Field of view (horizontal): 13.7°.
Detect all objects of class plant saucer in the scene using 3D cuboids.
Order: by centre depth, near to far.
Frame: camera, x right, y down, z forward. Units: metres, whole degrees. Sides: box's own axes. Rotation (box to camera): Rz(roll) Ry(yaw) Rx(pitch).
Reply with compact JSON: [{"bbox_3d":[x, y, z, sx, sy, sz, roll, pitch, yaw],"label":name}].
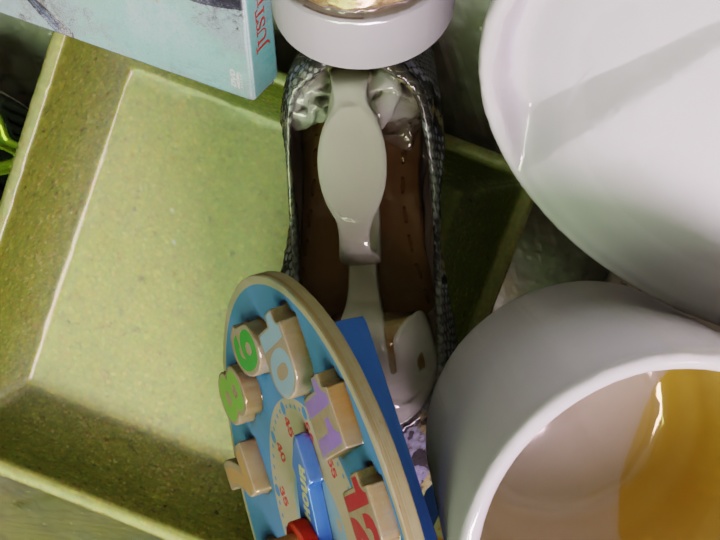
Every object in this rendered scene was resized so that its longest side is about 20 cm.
[{"bbox_3d":[-0.050,0.011,1.210,0.199,0.048,0.200,21,107,4],"label":"plant saucer"}]

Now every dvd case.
[{"bbox_3d":[-0.123,-0.151,1.113,0.200,0.022,0.146,22,139,24],"label":"dvd case"}]

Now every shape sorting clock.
[{"bbox_3d":[-0.013,0.098,1.107,0.200,0.039,0.201,48,146,49],"label":"shape sorting clock"}]

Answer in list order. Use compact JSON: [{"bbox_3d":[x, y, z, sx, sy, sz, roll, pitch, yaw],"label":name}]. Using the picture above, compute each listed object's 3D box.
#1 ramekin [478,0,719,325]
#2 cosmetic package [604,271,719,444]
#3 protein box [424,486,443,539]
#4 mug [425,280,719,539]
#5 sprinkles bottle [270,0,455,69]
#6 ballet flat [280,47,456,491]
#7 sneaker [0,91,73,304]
[{"bbox_3d":[0.147,-0.075,1.013,0.202,0.094,0.203,17,143,13],"label":"ramekin"},{"bbox_3d":[0.164,0.090,1.218,0.200,0.071,0.105,26,142,1],"label":"cosmetic package"},{"bbox_3d":[-0.034,0.198,1.361,0.135,0.200,0.199,26,143,1],"label":"protein box"},{"bbox_3d":[0.102,0.087,1.084,0.187,0.149,0.153,47,-177,-21],"label":"mug"},{"bbox_3d":[-0.002,-0.160,1.023,0.068,0.068,0.200,15,142,15],"label":"sprinkles bottle"},{"bbox_3d":[0.000,0.000,1.137,0.072,0.072,0.201,4,106,27],"label":"ballet flat"},{"bbox_3d":[-0.122,-0.018,1.282,0.200,0.075,0.076,44,172,-27],"label":"sneaker"}]
